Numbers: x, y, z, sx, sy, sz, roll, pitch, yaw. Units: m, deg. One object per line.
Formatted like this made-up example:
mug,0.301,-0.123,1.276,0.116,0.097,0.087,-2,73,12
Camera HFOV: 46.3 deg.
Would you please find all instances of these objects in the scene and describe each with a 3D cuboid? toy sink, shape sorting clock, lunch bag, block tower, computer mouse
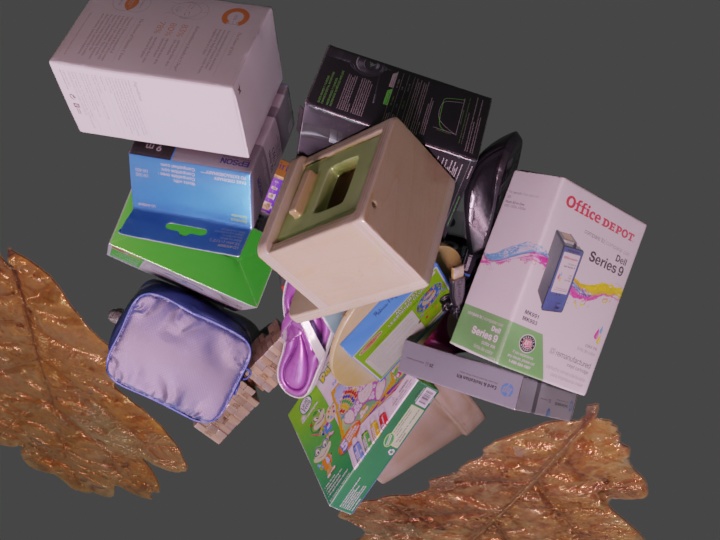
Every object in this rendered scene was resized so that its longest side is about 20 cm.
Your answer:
toy sink,-0.022,-0.047,0.852,0.198,0.132,0.112,-17,133,43
shape sorting clock,0.041,0.051,0.962,0.039,0.199,0.202,42,154,25
lunch bag,-0.238,0.106,1.151,0.198,0.137,0.132,30,-176,-15
block tower,-0.162,0.159,1.238,0.200,0.058,0.054,-46,118,7
computer mouse,0.121,-0.048,0.916,0.045,0.141,0.203,21,129,19

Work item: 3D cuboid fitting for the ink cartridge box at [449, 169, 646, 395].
ink cartridge box,0.203,0.013,0.907,0.144,0.204,0.087,22,178,-32

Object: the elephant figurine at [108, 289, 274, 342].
elephant figurine,-0.259,0.083,1.315,0.200,0.155,0.142,46,107,3

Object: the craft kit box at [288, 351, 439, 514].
craft kit box,-0.003,0.176,1.116,0.048,0.198,0.202,28,102,-28

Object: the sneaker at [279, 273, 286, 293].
sneaker,-0.044,0.034,1.191,0.106,0.068,0.203,9,149,16

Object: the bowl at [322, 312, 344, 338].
bowl,0.000,0.000,1.044,0.104,0.203,0.202,-29,132,8

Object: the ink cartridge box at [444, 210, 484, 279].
ink cartridge box,0.128,0.000,1.090,0.196,0.044,0.200,15,147,5

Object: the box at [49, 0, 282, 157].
box,-0.195,-0.208,0.877,0.196,0.126,0.098,10,146,11

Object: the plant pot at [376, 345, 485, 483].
plant pot,0.051,0.199,1.209,0.200,0.173,0.200,46,174,6

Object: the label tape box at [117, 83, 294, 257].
label tape box,-0.168,-0.122,0.915,0.140,0.203,0.067,10,143,10

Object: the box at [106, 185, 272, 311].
box,-0.222,-0.031,1.103,0.197,0.098,0.176,25,168,-16

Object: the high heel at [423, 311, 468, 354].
high heel,0.160,0.076,1.075,0.196,0.069,0.096,19,158,-13

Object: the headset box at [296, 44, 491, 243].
headset box,0.021,-0.127,0.919,0.196,0.094,0.175,17,146,1

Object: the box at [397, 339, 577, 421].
box,0.157,0.134,1.012,0.154,0.042,0.199,15,177,33

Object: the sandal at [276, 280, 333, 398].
sandal,-0.077,0.092,1.125,0.081,0.050,0.206,16,119,18

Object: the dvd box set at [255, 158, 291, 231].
dvd box set,-0.168,-0.111,1.079,0.196,0.030,0.147,22,146,-7
